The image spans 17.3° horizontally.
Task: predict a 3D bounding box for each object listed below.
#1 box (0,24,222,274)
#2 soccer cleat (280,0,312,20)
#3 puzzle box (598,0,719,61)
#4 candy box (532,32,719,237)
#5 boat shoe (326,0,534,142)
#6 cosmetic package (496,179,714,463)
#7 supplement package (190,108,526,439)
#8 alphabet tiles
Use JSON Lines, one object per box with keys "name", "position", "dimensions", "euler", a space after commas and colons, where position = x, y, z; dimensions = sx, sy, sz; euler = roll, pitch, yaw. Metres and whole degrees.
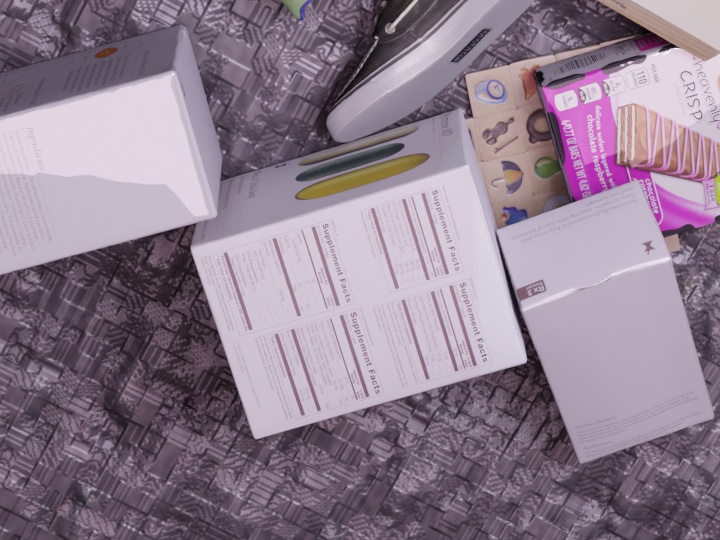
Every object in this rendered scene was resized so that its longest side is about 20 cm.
{"name": "box", "position": [-0.205, -0.081, 1.641], "dimensions": [0.198, 0.152, 0.107], "euler": [-14, 108, 3]}
{"name": "soccer cleat", "position": [0.026, -0.239, 1.643], "dimensions": [0.199, 0.065, 0.084], "euler": [-23, 109, 5]}
{"name": "puzzle box", "position": [0.180, -0.247, 1.619], "dimensions": [0.199, 0.025, 0.134], "euler": [28, 69, -16]}
{"name": "candy box", "position": [0.238, -0.104, 1.690], "dimensions": [0.199, 0.061, 0.137], "euler": [-18, 108, 3]}
{"name": "boat shoe", "position": [0.046, -0.170, 1.672], "dimensions": [0.200, 0.071, 0.064], "euler": [-40, 73, 19]}
{"name": "cosmetic package", "position": [0.177, 0.040, 1.686], "dimensions": [0.112, 0.082, 0.201], "euler": [-18, 138, 3]}
{"name": "supplement package", "position": [0.000, 0.000, 1.673], "dimensions": [0.198, 0.152, 0.152], "euler": [-16, 108, 6]}
{"name": "alphabet tiles", "position": [0.156, -0.079, 1.732], "dimensions": [0.198, 0.006, 0.168], "euler": [-12, 108, 2]}
